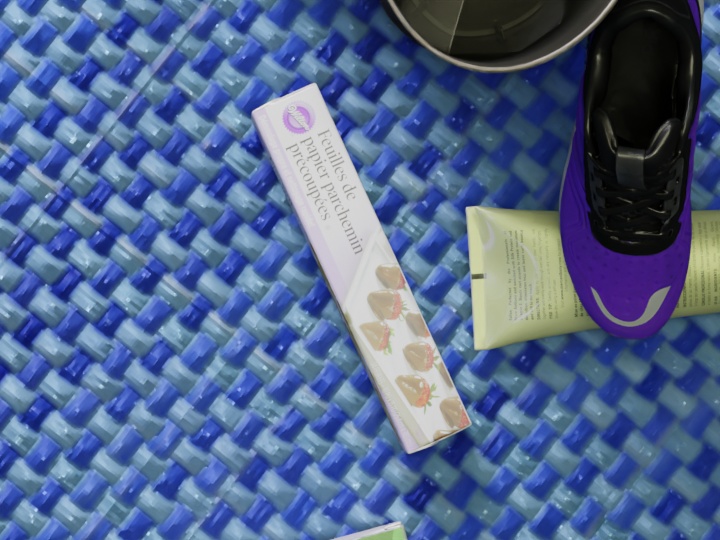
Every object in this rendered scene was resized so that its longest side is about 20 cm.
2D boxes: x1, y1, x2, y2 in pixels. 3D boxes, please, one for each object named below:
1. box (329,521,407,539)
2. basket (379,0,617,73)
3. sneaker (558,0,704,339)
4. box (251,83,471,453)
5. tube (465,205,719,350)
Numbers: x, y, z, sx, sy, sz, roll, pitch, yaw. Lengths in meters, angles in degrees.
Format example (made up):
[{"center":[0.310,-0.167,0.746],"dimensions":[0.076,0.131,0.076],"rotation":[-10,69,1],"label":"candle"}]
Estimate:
[{"center":[-0.022,0.246,1.420],"dimensions":[0.144,0.036,0.201],"rotation":[-14,89,-4],"label":"box"},{"center":[0.066,-0.174,1.363],"dimensions":[0.136,0.200,0.181],"rotation":[16,85,-2],"label":"basket"},{"center":[0.134,-0.054,1.356],"dimensions":[0.069,0.100,0.201],"rotation":[3,107,5],"label":"sneaker"},{"center":[0.000,0.000,1.430],"dimensions":[0.039,0.041,0.201],"rotation":[-25,90,-5],"label":"box"},{"center":[0.157,-0.004,1.440],"dimensions":[0.199,0.052,0.058],"rotation":[-5,52,0],"label":"tube"}]
